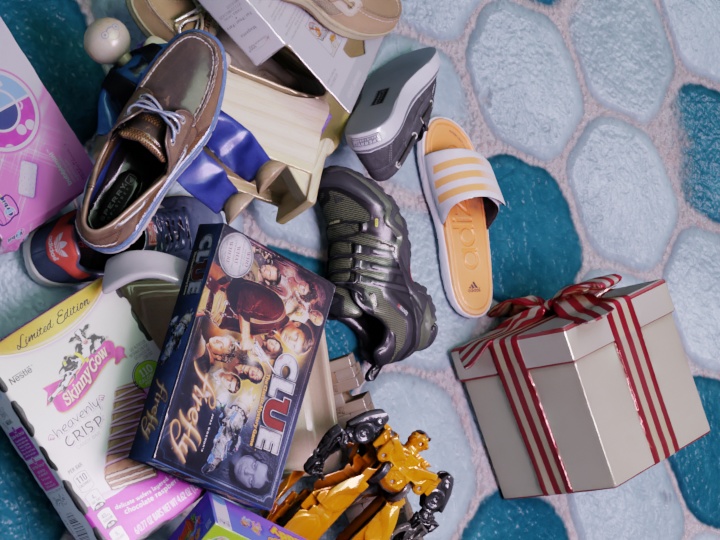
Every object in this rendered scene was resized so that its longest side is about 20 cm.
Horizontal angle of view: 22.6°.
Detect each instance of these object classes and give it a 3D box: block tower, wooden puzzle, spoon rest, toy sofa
[{"bbox_3d":[0.002,0.178,1.656,0.054,0.058,0.201,-31,102,-82],"label":"block tower"},{"bbox_3d":[-0.123,0.098,1.591,0.199,0.037,0.186,-5,81,-24],"label":"wooden puzzle"},{"bbox_3d":[-0.127,0.049,1.517,0.200,0.060,0.100,41,31,-32],"label":"spoon rest"},{"bbox_3d":[-0.129,-0.123,1.602,0.199,0.083,0.098,19,69,-19],"label":"toy sofa"}]

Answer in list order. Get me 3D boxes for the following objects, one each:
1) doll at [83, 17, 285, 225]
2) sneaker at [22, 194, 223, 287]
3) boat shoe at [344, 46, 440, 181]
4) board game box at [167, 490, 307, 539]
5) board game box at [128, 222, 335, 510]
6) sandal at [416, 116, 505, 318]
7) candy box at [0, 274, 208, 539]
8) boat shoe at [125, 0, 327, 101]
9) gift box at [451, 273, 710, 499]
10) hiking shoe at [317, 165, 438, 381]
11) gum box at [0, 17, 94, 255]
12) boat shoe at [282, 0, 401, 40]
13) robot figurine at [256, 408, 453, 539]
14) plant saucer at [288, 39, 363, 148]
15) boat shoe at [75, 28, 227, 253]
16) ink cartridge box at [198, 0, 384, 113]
[{"bbox_3d":[-0.155,-0.136,1.520,0.200,0.048,0.137,44,73,-1],"label":"doll"},{"bbox_3d":[-0.187,-0.028,1.556,0.199,0.084,0.075,-16,89,-40],"label":"sneaker"},{"bbox_3d":[0.040,-0.151,1.758,0.200,0.070,0.066,-66,138,-56],"label":"boat shoe"},{"bbox_3d":[-0.086,0.284,1.527,0.200,0.135,0.045,30,19,-28],"label":"board game box"},{"bbox_3d":[-0.102,0.079,1.474,0.135,0.034,0.201,29,69,-40],"label":"board game box"},{"bbox_3d":[0.114,-0.058,1.814,0.079,0.059,0.208,-6,82,-39],"label":"sandal"},{"bbox_3d":[-0.214,0.123,1.488,0.136,0.061,0.200,-35,94,-30],"label":"candy box"},{"bbox_3d":[-0.118,-0.204,1.607,0.200,0.063,0.073,39,58,-24],"label":"boat shoe"},{"bbox_3d":[0.210,0.110,1.768,0.200,0.184,0.188,-21,93,-45],"label":"gift box"},{"bbox_3d":[0.000,0.000,1.700,0.101,0.076,0.201,-33,100,-42],"label":"hiking shoe"},{"bbox_3d":[-0.313,-0.116,1.482,0.113,0.066,0.201,-37,97,-39],"label":"gum box"},{"bbox_3d":[-0.021,-0.260,1.597,0.200,0.064,0.072,14,52,-49],"label":"boat shoe"},{"bbox_3d":[-0.015,0.212,1.585,0.200,0.058,0.145,-46,115,-2],"label":"robot figurine"},{"bbox_3d":[-0.083,-0.237,1.714,0.200,0.048,0.201,33,61,-27],"label":"plant saucer"},{"bbox_3d":[-0.166,-0.105,1.454,0.072,0.072,0.201,25,86,0],"label":"boat shoe"},{"bbox_3d":[-0.058,-0.243,1.634,0.174,0.043,0.200,48,32,-19],"label":"ink cartridge box"}]
